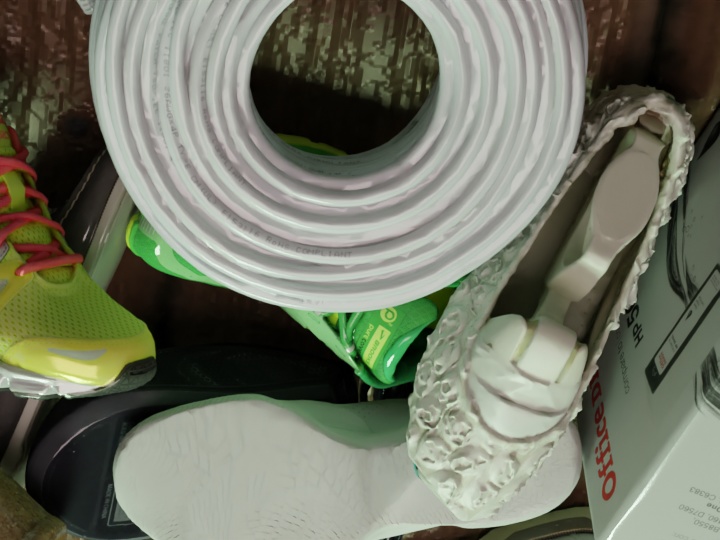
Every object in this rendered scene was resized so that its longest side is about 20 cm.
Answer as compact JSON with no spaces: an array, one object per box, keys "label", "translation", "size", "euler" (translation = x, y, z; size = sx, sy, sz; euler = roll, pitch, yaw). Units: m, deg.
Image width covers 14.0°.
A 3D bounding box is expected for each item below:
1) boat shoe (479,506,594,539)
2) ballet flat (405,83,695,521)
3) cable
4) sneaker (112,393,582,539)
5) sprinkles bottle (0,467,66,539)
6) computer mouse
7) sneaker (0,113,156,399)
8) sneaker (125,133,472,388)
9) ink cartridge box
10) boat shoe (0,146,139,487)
[{"label":"boat shoe","translation":[0.038,0.176,1.391],"size":[0.200,0.068,0.075],"euler":[-25,124,17]},{"label":"ballet flat","translation":[0.080,0.008,1.203],"size":[0.072,0.072,0.200],"euler":[30,81,-22]},{"label":"cable","translation":[-0.007,-0.083,1.160],"size":[0.200,0.069,0.200],"euler":[-19,105,1]},{"label":"sneaker","translation":[-0.006,0.086,1.273],"size":[0.200,0.088,0.075],"euler":[-2,94,-2]},{"label":"sprinkles bottle","translation":[-0.217,0.067,1.252],"size":[0.200,0.068,0.068],"euler":[43,120,3]},{"label":"computer mouse","translation":[-0.061,0.076,1.317],"size":[0.200,0.053,0.139],"euler":[1,127,-27]},{"label":"sneaker","translation":[-0.157,-0.020,1.188],"size":[0.200,0.078,0.090],"euler":[33,112,24]},{"label":"sneaker","translation":[0.000,0.000,1.243],"size":[0.200,0.084,0.074],"euler":[14,124,-16]},{"label":"ink cartridge box","translation":[0.171,0.016,1.222],"size":[0.084,0.146,0.200],"euler":[20,124,-17]},{"label":"boat shoe","translation":[-0.148,0.022,1.271],"size":[0.057,0.067,0.200],"euler":[27,121,3]}]
